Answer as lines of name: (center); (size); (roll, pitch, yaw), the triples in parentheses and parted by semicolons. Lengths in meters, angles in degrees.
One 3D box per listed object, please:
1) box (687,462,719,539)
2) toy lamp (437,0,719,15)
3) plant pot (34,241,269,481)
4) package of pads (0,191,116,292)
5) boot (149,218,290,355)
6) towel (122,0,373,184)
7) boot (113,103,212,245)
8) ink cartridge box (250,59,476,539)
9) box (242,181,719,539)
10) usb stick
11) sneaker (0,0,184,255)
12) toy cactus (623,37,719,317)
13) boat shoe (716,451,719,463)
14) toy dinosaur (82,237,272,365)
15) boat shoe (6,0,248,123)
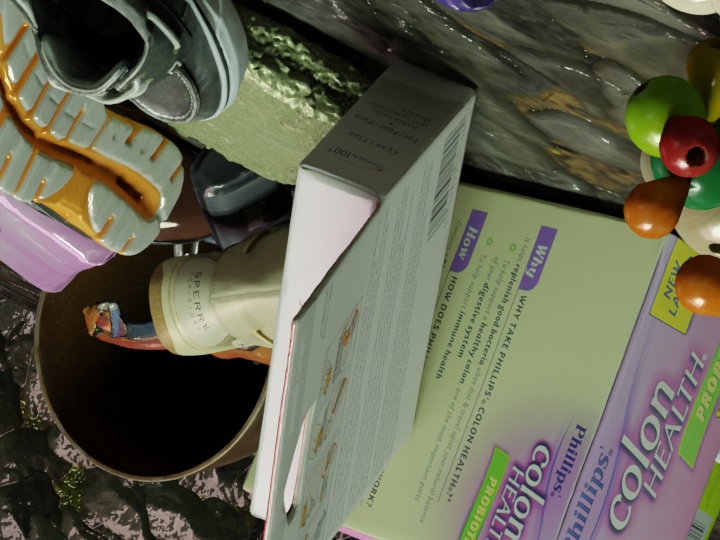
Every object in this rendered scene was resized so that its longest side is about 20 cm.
box: (0.128, 0.104, 1.564); (0.199, 0.123, 0.048); (19, 172, 39)
toy lamp: (0.082, -0.085, 0.729); (0.199, 0.059, 0.058); (22, 172, 28)
plant pot: (-0.089, 0.049, 1.773); (0.186, 0.188, 0.200); (21, -174, 27)
package of pads: (-0.206, -0.074, 1.366); (0.200, 0.076, 0.120); (37, 161, -10)
boot: (0.000, 0.000, 1.429); (0.155, 0.073, 0.199); (-10, 180, 35)
towel: (-0.088, -0.103, 1.165); (0.199, 0.037, 0.148); (29, 166, -12)
boot: (-0.139, -0.085, 1.464); (0.188, 0.069, 0.200); (34, 163, -9)
ink cartridge box: (-0.017, 0.039, 1.093); (0.044, 0.176, 0.201); (22, 131, 15)
box: (0.069, 0.060, 1.247); (0.199, 0.177, 0.096); (14, 171, 45)
usb stick: (-0.064, -0.044, 1.444); (0.033, 0.055, 0.200); (52, 175, 7)
sneaker: (-0.154, -0.070, 1.174); (0.077, 0.079, 0.200); (27, 167, 29)
toy cactus: (0.149, -0.020, 0.907); (0.199, 0.103, 0.165); (27, -169, -30)
boat shoe: (0.215, 0.077, 1.388); (0.199, 0.073, 0.062); (23, -163, 41)
toy dinosaur: (-0.077, 0.036, 1.601); (0.105, 0.181, 0.201); (-3, -114, -63)
boat shoe: (-0.104, -0.101, 1.022); (0.072, 0.071, 0.200); (5, 157, 23)
